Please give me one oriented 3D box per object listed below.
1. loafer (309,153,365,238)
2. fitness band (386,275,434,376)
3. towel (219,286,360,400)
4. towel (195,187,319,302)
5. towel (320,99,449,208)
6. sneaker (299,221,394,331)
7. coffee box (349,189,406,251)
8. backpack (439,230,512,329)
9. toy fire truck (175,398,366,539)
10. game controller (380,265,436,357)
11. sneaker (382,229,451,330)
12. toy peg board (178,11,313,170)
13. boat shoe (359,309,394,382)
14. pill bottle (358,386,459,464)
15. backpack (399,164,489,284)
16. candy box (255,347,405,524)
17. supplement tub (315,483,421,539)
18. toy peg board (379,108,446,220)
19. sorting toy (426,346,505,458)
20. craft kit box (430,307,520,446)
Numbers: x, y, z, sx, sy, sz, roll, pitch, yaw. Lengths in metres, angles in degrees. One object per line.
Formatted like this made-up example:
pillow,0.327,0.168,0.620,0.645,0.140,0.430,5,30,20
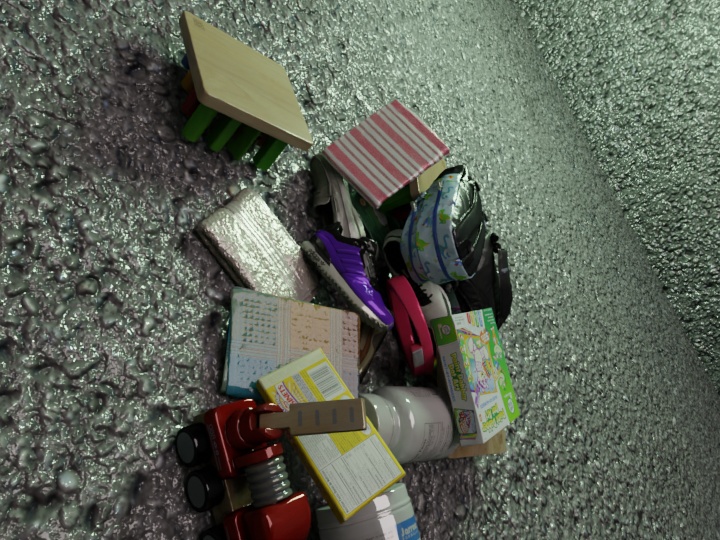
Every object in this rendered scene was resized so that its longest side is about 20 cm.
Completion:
loafer,-0.053,-0.119,1.000,0.069,0.070,0.202,-9,63,-28
fitness band,0.083,0.094,0.965,0.201,0.037,0.145,79,-7,-57
towel,-0.091,0.111,0.798,0.197,0.022,0.149,13,64,-24
towel,-0.145,-0.018,0.861,0.201,0.034,0.133,53,37,-12
towel,0.047,-0.209,1.023,0.199,0.030,0.146,-39,75,-22
sneaker,0.000,0.000,0.903,0.200,0.099,0.070,47,-10,15
coffee box,0.040,-0.115,1.130,0.124,0.044,0.200,58,38,-6
backpack,0.214,0.039,1.136,0.166,0.126,0.202,-33,117,-22
toy fire truck,-0.090,0.223,0.643,0.128,0.199,0.179,-3,70,-49
game controller,0.106,0.074,1.108,0.202,0.042,0.104,59,23,-6
sneaker,0.094,0.024,1.018,0.202,0.073,0.080,58,16,1
toy peg board,-0.201,-0.268,0.909,0.198,0.098,0.201,16,42,-45
boat shoe,-0.011,0.123,0.915,0.073,0.076,0.201,28,38,6
pill bottle,0.061,0.237,0.884,0.198,0.114,0.116,13,58,-45
backpack,0.146,-0.060,0.965,0.201,0.151,0.165,-85,158,-58
candy box,-0.039,0.201,0.727,0.101,0.027,0.201,-23,65,-32
supplement tub,0.025,0.393,0.734,0.131,0.131,0.203,2,68,-49
toy peg board,0.104,-0.173,1.148,0.199,0.097,0.203,37,42,-52
sorting toy,0.183,0.230,1.049,0.197,0.069,0.204,15,70,-47
craft kit box,0.197,0.169,0.964,0.199,0.048,0.201,-2,79,-59
